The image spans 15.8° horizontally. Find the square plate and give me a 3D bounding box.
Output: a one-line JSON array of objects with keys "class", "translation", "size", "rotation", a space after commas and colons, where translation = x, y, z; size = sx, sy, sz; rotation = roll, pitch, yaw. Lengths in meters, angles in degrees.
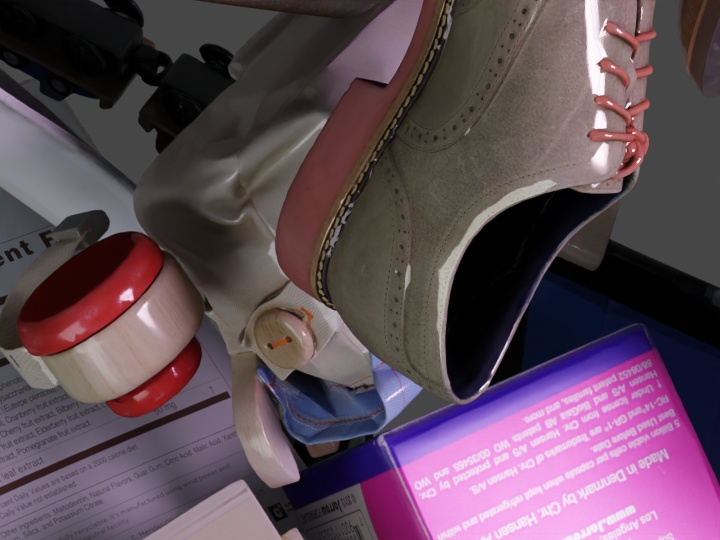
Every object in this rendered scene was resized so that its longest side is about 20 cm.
[{"class": "square plate", "translation": [-0.153, -0.080, 0.809], "size": [0.198, 0.028, 0.200], "rotation": [39, 178, 21]}]

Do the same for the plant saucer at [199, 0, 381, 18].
[{"class": "plant saucer", "translation": [-0.070, -0.098, 0.732], "size": [0.199, 0.200, 0.037], "rotation": [11, 97, 27]}]

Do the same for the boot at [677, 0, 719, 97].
[{"class": "boot", "translation": [0.112, -0.132, 0.674], "size": [0.075, 0.073, 0.201], "rotation": [45, 146, 27]}]

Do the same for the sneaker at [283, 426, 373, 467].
[{"class": "sneaker", "translation": [-0.015, 0.079, 0.971], "size": [0.081, 0.073, 0.200], "rotation": [10, 139, -9]}]

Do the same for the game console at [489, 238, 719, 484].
[{"class": "game console", "translation": [0.104, 0.108, 0.869], "size": [0.116, 0.176, 0.201], "rotation": [0, 136, -2]}]

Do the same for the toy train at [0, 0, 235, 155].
[{"class": "toy train", "translation": [-0.047, -0.050, 0.880], "size": [0.199, 0.034, 0.046], "rotation": [29, 151, 7]}]

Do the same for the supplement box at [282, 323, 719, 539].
[{"class": "supplement box", "translation": [0.071, 0.133, 0.811], "size": [0.201, 0.103, 0.101], "rotation": [67, 158, 4]}]

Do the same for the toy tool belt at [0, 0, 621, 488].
[{"class": "toy tool belt", "translation": [0.000, 0.000, 0.766], "size": [0.125, 0.200, 0.123], "rotation": [-10, 122, 51]}]

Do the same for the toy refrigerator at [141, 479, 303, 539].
[{"class": "toy refrigerator", "translation": [-0.031, 0.139, 0.834], "size": [0.076, 0.070, 0.200], "rotation": [56, 173, 21]}]

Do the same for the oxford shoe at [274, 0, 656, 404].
[{"class": "oxford shoe", "translation": [0.055, -0.057, 0.643], "size": [0.075, 0.070, 0.201], "rotation": [46, 120, 32]}]

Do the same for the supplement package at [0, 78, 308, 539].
[{"class": "supplement package", "translation": [-0.121, 0.056, 0.908], "size": [0.200, 0.119, 0.121], "rotation": [55, 146, 21]}]
